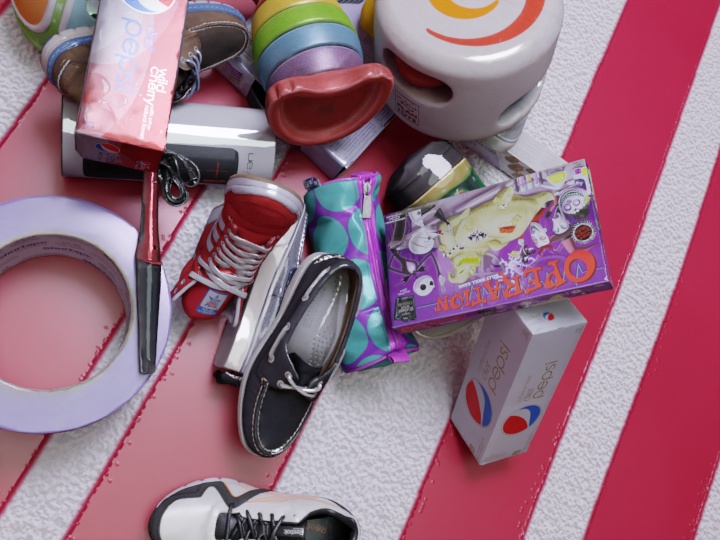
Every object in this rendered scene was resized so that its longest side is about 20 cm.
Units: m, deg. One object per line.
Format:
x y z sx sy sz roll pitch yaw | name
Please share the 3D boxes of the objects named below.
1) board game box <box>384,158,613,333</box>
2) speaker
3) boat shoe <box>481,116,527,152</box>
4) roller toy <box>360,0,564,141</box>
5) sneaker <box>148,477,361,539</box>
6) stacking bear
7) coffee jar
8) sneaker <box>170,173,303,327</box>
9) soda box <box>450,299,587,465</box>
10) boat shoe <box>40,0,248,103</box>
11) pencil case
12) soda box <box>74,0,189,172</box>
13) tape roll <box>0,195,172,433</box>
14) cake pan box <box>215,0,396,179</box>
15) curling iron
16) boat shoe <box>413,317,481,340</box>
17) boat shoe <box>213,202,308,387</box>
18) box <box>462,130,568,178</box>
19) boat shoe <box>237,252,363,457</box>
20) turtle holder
0.119 -0.019 0.684 0.032 0.199 0.121 30 50 -58 | board game box
-0.185 -0.126 0.728 0.199 0.081 0.082 1 78 -21 | speaker
0.175 -0.217 0.855 0.070 0.072 0.201 32 47 -12 | boat shoe
0.102 -0.233 0.760 0.199 0.140 0.183 -4 65 0 | roller toy
-0.092 0.232 0.686 0.199 0.080 0.074 5 78 -18 | sneaker
-0.059 -0.236 0.733 0.121 0.114 0.201 -14 73 -13 | stacking bear
0.115 -0.046 0.809 0.085 0.104 0.200 -41 94 -8 | coffee jar
-0.114 -0.011 0.665 0.071 0.200 0.113 25 72 -16 | sneaker
0.151 0.104 0.742 0.063 0.201 0.068 -10 44 -22 | soda box
-0.184 -0.191 0.691 0.199 0.072 0.072 -25 63 -28 | boat shoe
0.000 0.000 0.763 0.085 0.092 0.201 -10 83 -31 | pencil case
-0.182 -0.188 0.612 0.070 0.063 0.201 10 78 -20 | soda box
-0.271 0.041 0.656 0.199 0.085 0.201 4 78 -20 | tape roll
-0.034 -0.227 0.824 0.184 0.052 0.200 41 67 -6 | cake pan box
-0.173 -0.012 0.645 0.049 0.026 0.201 8 76 -16 | curling iron
0.125 -0.010 0.739 0.067 0.057 0.200 42 96 0 | boat shoe
-0.072 0.030 0.747 0.092 0.075 0.201 24 79 -21 | boat shoe
0.173 -0.149 0.890 0.199 0.039 0.042 31 66 -12 | box
-0.052 0.080 0.682 0.074 0.060 0.201 28 83 -27 | boat shoe
-0.234 -0.266 0.711 0.185 0.132 0.142 13 73 -18 | turtle holder
